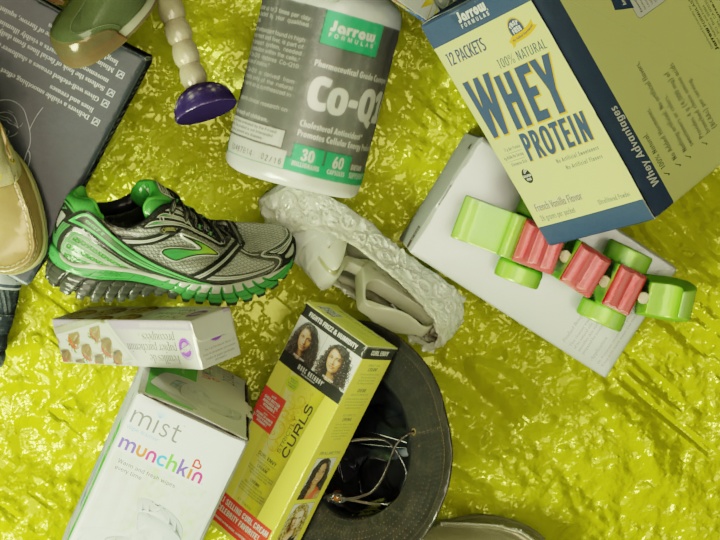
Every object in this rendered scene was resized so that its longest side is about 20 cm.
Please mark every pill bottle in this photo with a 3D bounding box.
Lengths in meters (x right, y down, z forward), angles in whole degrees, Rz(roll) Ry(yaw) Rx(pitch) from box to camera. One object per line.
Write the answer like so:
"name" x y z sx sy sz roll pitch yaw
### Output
"pill bottle" -0.031 -0.167 1.240 0.112 0.113 0.202 13 98 -6

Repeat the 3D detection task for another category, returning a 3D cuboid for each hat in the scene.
"hat" 0.014 0.143 1.296 0.199 0.081 0.202 -5 82 36

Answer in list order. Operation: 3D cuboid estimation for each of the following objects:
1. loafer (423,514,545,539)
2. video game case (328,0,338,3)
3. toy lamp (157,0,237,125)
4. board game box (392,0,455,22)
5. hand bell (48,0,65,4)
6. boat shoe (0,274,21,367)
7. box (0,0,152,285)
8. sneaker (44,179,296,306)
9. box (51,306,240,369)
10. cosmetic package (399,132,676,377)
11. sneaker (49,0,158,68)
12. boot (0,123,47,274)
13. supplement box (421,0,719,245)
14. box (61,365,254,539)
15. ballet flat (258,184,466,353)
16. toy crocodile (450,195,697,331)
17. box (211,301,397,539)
"loafer" 0.065 0.248 1.330 0.198 0.068 0.076 2 98 -5
"video game case" -0.040 -0.319 1.198 0.023 0.200 0.183 24 99 -52
"toy lamp" -0.154 -0.217 1.236 0.058 0.058 0.201 -20 82 -1
"board game box" 0.062 -0.256 1.164 0.034 0.200 0.136 34 98 35
"hand bell" -0.204 -0.297 1.184 0.103 0.104 0.201 15 79 -6
"boat shoe" -0.376 0.023 1.262 0.199 0.071 0.092 10 93 -8
"box" -0.274 -0.115 1.233 0.148 0.107 0.201 29 94 -8
"sneaker" -0.139 -0.023 1.212 0.199 0.078 0.086 0 114 -28
"box" -0.171 0.051 1.228 0.041 0.199 0.039 -21 103 -39
"cosmetic package" 0.143 -0.014 1.294 0.199 0.081 0.113 34 94 -7
"sneaker" -0.172 -0.248 1.151 0.201 0.067 0.090 -53 138 -24
"boot" -0.286 -0.082 1.104 0.072 0.155 0.201 -20 99 -1
"supplement box" 0.193 -0.161 1.165 0.199 0.134 0.201 -36 99 -27
"box" -0.161 0.168 1.236 0.096 0.200 0.177 24 97 -7
"ballet flat" 0.000 0.000 1.283 0.199 0.072 0.072 32 95 -9
"toy crocodile" 0.166 -0.005 1.225 0.199 0.062 0.068 25 93 -7
"box" -0.050 0.129 1.262 0.075 0.050 0.201 35 105 30
